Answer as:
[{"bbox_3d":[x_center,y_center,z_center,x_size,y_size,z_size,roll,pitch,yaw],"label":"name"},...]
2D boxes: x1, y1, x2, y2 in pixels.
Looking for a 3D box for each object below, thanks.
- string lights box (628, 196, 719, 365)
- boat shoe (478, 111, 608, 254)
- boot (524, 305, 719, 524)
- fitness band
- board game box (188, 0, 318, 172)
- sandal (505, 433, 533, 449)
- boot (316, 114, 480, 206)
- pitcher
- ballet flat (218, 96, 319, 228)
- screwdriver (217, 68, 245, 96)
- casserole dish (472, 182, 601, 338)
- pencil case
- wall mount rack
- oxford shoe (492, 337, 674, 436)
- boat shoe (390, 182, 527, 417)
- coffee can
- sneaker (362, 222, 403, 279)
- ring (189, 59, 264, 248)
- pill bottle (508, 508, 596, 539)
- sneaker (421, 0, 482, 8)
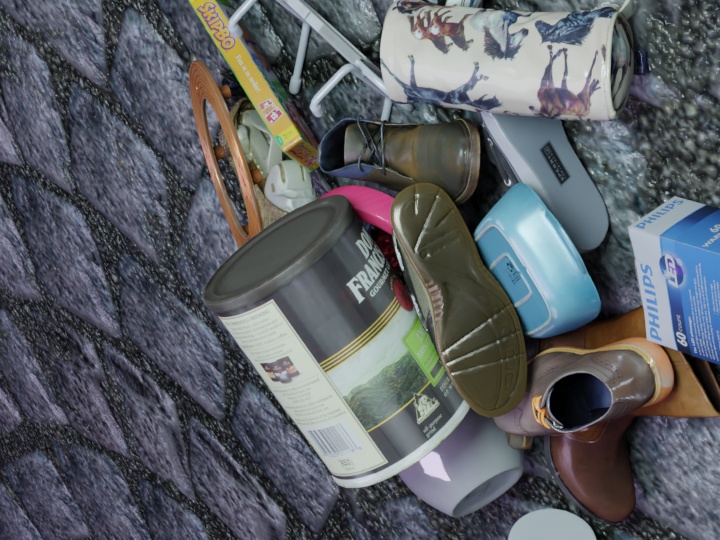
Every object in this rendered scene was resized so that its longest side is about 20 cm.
[{"bbox_3d":[0.292,0.022,1.370,0.200,0.059,0.103,21,133,47],"label":"string lights box"},{"bbox_3d":[0.129,-0.102,1.501,0.066,0.070,0.200,-7,119,57],"label":"boat shoe"},{"bbox_3d":[0.234,0.118,1.560,0.200,0.068,0.189,-16,91,54],"label":"boot"},{"bbox_3d":[0.000,0.000,1.661,0.144,0.037,0.200,46,145,-4],"label":"fitness band"},{"bbox_3d":[-0.100,-0.185,1.736,0.200,0.030,0.096,55,-174,15],"label":"board game box"},{"bbox_3d":[0.104,0.064,1.645,0.080,0.054,0.201,-69,-36,-85],"label":"sandal"},{"bbox_3d":[0.031,-0.091,1.564,0.200,0.096,0.075,179,93,-74],"label":"boot"},{"bbox_3d":[0.062,0.137,1.775,0.200,0.121,0.172,57,157,22],"label":"pitcher"},{"bbox_3d":[-0.083,-0.092,1.787,0.200,0.070,0.065,56,145,36],"label":"ballet flat"},{"bbox_3d":[-0.123,-0.175,1.744,0.028,0.029,0.200,56,-173,-1],"label":"screwdriver"},{"bbox_3d":[0.133,0.000,1.502,0.121,0.039,0.200,58,170,4],"label":"casserole dish"},{"bbox_3d":[0.107,-0.160,1.394,0.199,0.090,0.078,7,157,27],"label":"pencil case"},{"bbox_3d":[-0.033,-0.174,1.672,0.200,0.075,0.174,45,-174,24],"label":"wall mount rack"},{"bbox_3d":[0.160,0.100,1.528,0.200,0.073,0.072,-27,85,53],"label":"oxford shoe"},{"bbox_3d":[0.080,0.022,1.546,0.065,0.073,0.201,-156,46,-85],"label":"boat shoe"},{"bbox_3d":[-0.017,0.059,1.580,0.200,0.146,0.146,55,152,-17],"label":"coffee can"},{"bbox_3d":[-0.010,-0.011,1.777,0.096,0.079,0.200,47,149,22],"label":"sneaker"},{"bbox_3d":[-0.115,-0.095,1.709,0.200,0.019,0.201,161,90,-78],"label":"ring"},{"bbox_3d":[0.175,0.319,1.772,0.111,0.111,0.201,36,144,34],"label":"pill bottle"},{"bbox_3d":[0.064,-0.216,1.480,0.072,0.072,0.200,44,149,20],"label":"sneaker"}]
